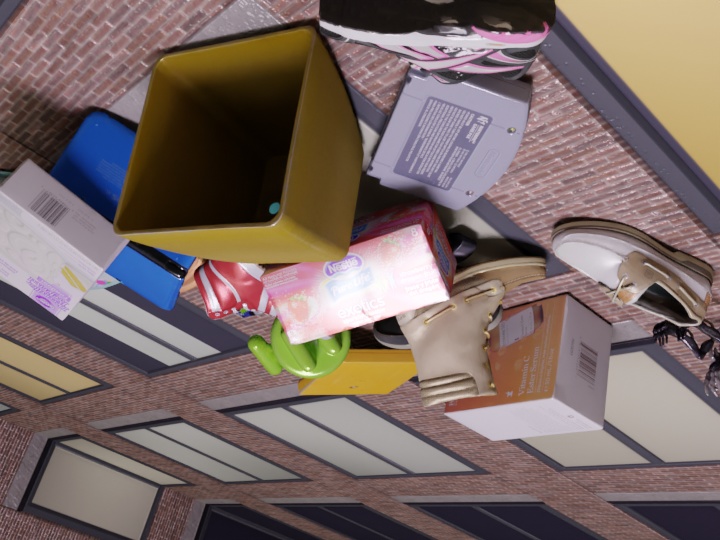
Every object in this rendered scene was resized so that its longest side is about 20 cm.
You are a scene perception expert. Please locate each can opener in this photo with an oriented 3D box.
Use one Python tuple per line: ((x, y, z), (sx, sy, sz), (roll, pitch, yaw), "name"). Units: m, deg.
((0.066, -0.002, 1.033), (0.078, 0.064, 0.200), (27, 150, -21), "can opener")

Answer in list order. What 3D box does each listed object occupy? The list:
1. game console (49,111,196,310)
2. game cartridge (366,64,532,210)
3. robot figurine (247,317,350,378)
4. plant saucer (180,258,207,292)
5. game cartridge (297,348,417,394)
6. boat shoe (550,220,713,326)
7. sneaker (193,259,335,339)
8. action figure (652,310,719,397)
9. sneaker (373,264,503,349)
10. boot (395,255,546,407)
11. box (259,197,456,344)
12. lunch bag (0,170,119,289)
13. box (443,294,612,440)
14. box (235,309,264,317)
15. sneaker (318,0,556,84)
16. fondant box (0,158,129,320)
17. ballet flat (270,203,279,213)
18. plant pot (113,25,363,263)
((-0.284, -0.069, 0.998), (0.199, 0.171, 0.118), (33, 177, -4), "game console")
((0.091, -0.135, 0.810), (0.132, 0.041, 0.200), (22, 152, -4), "game cartridge")
((-0.072, 0.095, 1.180), (0.116, 0.175, 0.200), (54, 179, -2), "robot figurine")
((-0.274, -0.058, 1.031), (0.198, 0.032, 0.202), (5, 117, 10), "plant saucer")
((0.003, 0.173, 1.359), (0.175, 0.033, 0.200), (3, 155, -21), "game cartridge")
((0.311, 0.004, 0.911), (0.198, 0.069, 0.075), (18, 152, -4), "boat shoe")
((-0.126, 0.039, 1.036), (0.112, 0.072, 0.200), (-31, 123, 23), "sneaker")
((0.466, 0.107, 0.984), (0.199, 0.103, 0.119), (20, 158, -5), "action figure")
((0.087, 0.044, 1.106), (0.199, 0.075, 0.106), (-15, 136, 29), "sneaker")
((0.149, 0.072, 0.968), (0.198, 0.157, 0.073), (-15, 169, -8), "boot")
((0.000, 0.000, 0.913), (0.199, 0.103, 0.095), (-17, 110, 19), "box")
((-0.440, -0.051, 1.145), (0.199, 0.123, 0.171), (6, 150, 29), "lunch bag")
((0.232, 0.141, 1.110), (0.106, 0.153, 0.199), (31, 148, -29), "box")
((-0.208, -0.011, 1.149), (0.064, 0.071, 0.200), (-11, 142, 38), "box")
((0.058, -0.195, 0.674), (0.198, 0.081, 0.087), (12, 153, 9), "sneaker")
((-0.381, -0.030, 0.967), (0.144, 0.058, 0.200), (40, 144, -14), "fondant box")
((-0.067, -0.077, 0.986), (0.199, 0.069, 0.063), (-11, 170, 44), "ballet flat")
((-0.102, -0.101, 0.821), (0.198, 0.202, 0.176), (-1, 160, 28), "plant pot")
